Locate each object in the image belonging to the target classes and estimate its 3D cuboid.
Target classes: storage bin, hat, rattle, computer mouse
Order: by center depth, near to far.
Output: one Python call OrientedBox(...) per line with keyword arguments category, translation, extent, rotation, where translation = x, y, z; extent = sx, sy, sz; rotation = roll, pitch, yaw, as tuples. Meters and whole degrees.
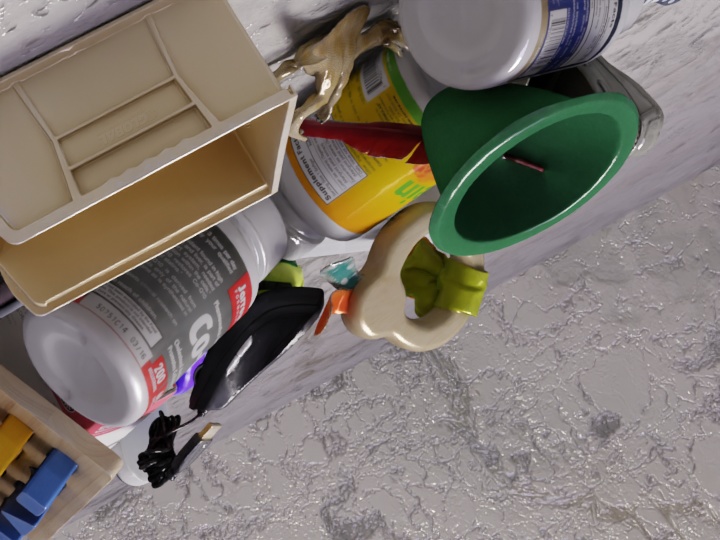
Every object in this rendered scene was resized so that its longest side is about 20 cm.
OrientedBox(category="storage bin", translation=(-0.153, -0.069, 1.079), extent=(0.198, 0.094, 0.200), rotation=(-29, 172, -12))
OrientedBox(category="hat", translation=(0.075, -0.124, 1.275), extent=(0.199, 0.176, 0.166), rotation=(-22, 151, -19))
OrientedBox(category="computer mouse", translation=(-0.111, 0.084, 1.379), extent=(0.200, 0.046, 0.141), rotation=(-42, -167, 12))
OrientedBox(category="rattle", translation=(0.000, 0.000, 1.446), extent=(0.199, 0.143, 0.131), rotation=(-20, 131, -36))

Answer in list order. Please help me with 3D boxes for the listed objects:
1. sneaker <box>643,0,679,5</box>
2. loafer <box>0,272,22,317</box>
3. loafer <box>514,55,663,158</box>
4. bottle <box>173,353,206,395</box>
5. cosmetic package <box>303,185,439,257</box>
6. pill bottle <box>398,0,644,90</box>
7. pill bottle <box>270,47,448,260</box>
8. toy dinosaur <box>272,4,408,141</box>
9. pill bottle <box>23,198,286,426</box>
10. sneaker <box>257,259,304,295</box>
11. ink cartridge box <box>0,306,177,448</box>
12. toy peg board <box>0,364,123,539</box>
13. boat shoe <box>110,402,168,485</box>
OrientedBox(category="sneaker", translation=(0.213, -0.238, 1.458), extent=(0.200, 0.070, 0.109), rotation=(-34, 170, 1))
OrientedBox(category="loafer", translation=(-0.227, -0.028, 1.240), extent=(0.199, 0.063, 0.072), rotation=(-29, -157, 20))
OrientedBox(category="loafer", translation=(0.149, -0.155, 1.353), extent=(0.070, 0.200, 0.070), rotation=(-6, 127, -44))
OrientedBox(category="bottle", translation=(-0.157, 0.035, 1.571), extent=(0.200, 0.083, 0.066), rotation=(-66, 169, -59))
OrientedBox(category="cosmetic package", translation=(-0.018, -0.051, 1.561), extent=(0.199, 0.052, 0.151), rotation=(-6, 172, -1))
OrientedBox(category="pill bottle", translation=(0.124, -0.196, 1.249), extent=(0.111, 0.111, 0.200), rotation=(-37, 170, 36))
OrientedBox(category="pill bottle", translation=(-0.001, -0.094, 1.405), extent=(0.200, 0.111, 0.111), rotation=(-35, 171, 25))
OrientedBox(category="toy dinosaur", translation=(-0.029, -0.149, 1.243), extent=(0.101, 0.058, 0.200), rotation=(-51, 172, 23))
OrientedBox(category="pill bottle", translation=(-0.151, 0.014, 1.326), extent=(0.200, 0.114, 0.114), rotation=(-46, -178, -36))
OrientedBox(category="sneaker", translation=(-0.145, 0.012, 1.474), extent=(0.199, 0.074, 0.084), rotation=(0, -154, 5))
OrientedBox(category="ink cartridge box", translation=(-0.256, 0.088, 1.448), extent=(0.083, 0.147, 0.200), rotation=(-22, 167, -42))
OrientedBox(category="toy peg board", translation=(-0.319, 0.154, 1.363), extent=(0.098, 0.199, 0.200), rotation=(-55, -173, -34))
OrientedBox(category="boat shoe", translation=(-0.223, 0.105, 1.552), extent=(0.066, 0.201, 0.072), rotation=(-28, 152, 26))
